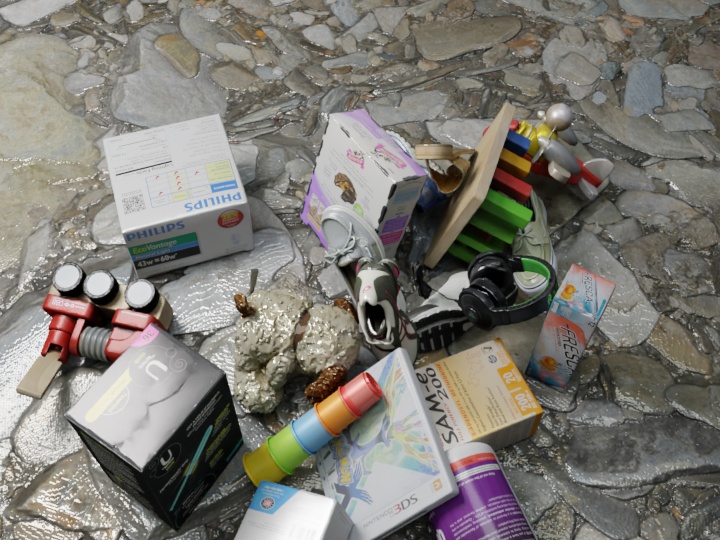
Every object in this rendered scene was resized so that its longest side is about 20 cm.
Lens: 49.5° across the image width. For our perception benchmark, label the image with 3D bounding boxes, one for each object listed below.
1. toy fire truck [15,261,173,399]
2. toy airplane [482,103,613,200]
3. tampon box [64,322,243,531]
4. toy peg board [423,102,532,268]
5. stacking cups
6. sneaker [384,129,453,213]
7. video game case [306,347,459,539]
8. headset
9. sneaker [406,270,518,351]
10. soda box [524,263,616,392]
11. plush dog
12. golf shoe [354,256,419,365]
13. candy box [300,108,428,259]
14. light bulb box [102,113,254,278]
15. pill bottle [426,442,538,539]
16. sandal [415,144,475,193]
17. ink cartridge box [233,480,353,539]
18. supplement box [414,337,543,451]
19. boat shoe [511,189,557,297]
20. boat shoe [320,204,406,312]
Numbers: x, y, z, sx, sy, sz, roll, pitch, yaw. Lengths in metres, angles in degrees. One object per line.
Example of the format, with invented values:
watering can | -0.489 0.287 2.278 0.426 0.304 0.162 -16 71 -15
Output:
toy fire truck | -0.381 0.102 1.103 0.173 0.129 0.203 12 67 8
toy airplane | 0.325 -0.201 1.290 0.197 0.143 0.200 -4 32 -33
tampon box | -0.247 0.198 0.977 0.125 0.201 0.150 28 58 19
toy peg board | 0.201 -0.111 1.212 0.097 0.200 0.201 27 56 -4
stacking cups | -0.062 0.201 1.006 0.199 0.060 0.061 -41 59 8
sneaker | 0.062 -0.163 1.302 0.089 0.079 0.200 -39 49 -9
video game case | 0.018 0.230 0.997 0.182 0.022 0.202 -37 52 23
headset | 0.169 0.016 1.076 0.197 0.095 0.124 -6 34 27
sneaker | 0.135 0.054 1.169 0.198 0.075 0.080 -21 43 -20
soda box | 0.281 0.083 1.058 0.063 0.201 0.069 27 59 18
plush dog | -0.081 0.090 1.075 0.169 0.162 0.202 9 54 10
golf shoe | 0.028 0.079 1.063 0.076 0.202 0.089 -5 38 18
candy box | -0.001 -0.113 1.190 0.071 0.202 0.168 -17 53 -36
light bulb box | -0.289 -0.120 1.246 0.195 0.126 0.202 -15 57 -11
pill bottle | 0.150 0.320 0.945 0.111 0.113 0.202 -17 56 -12
sandal | 0.125 -0.152 1.183 0.076 0.211 0.071 3 97 19
ink cartridge box | -0.101 0.365 0.924 0.114 0.067 0.202 6 53 27
supplement box | 0.128 0.189 1.061 0.197 0.074 0.127 -19 56 -13
boat shoe | 0.261 -0.049 1.224 0.071 0.062 0.202 -21 43 25
boat shoe | -0.001 0.001 1.132 0.074 0.204 0.065 -13 22 37
